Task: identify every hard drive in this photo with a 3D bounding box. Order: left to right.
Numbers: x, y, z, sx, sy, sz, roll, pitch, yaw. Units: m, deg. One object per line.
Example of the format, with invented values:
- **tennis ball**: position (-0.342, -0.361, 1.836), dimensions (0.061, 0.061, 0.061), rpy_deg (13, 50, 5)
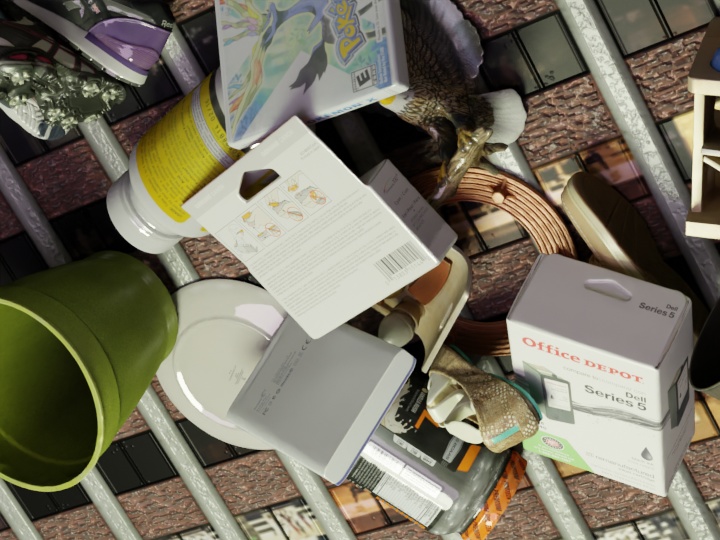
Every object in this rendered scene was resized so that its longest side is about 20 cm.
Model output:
- **hard drive**: position (-0.040, 0.110, 1.745), dimensions (0.025, 0.133, 0.199), rpy_deg (37, 172, -31)

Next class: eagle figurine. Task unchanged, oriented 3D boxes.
- **eagle figurine**: position (0.039, -0.162, 1.628), dimensions (0.151, 0.151, 0.201), rpy_deg (-36, 68, -5)

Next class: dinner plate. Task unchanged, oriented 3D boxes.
- **dinner plate**: position (-0.124, 0.101, 1.895), dimensions (0.198, 0.024, 0.202), rpy_deg (10, 123, 15)

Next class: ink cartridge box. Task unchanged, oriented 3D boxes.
- **ink cartridge box**: position (-0.038, -0.044, 1.643), dimensions (0.176, 0.045, 0.200), rpy_deg (46, 140, -11)
- **ink cartridge box**: position (0.215, 0.093, 1.668), dimensions (0.144, 0.084, 0.201), rpy_deg (17, 146, 24)

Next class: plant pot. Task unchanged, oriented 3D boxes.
- **plant pot**: position (-0.277, 0.077, 1.825), dimensions (0.199, 0.193, 0.202), rpy_deg (14, 121, 25)

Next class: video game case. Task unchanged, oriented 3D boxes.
- **video game case**: position (-0.047, -0.222, 1.587), dimensions (0.181, 0.022, 0.202), rpy_deg (-16, 73, 33)

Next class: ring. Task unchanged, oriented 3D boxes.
- **ring**: position (0.105, -0.004, 1.743), dimensions (0.198, 0.019, 0.202), rpy_deg (10, 123, 15)

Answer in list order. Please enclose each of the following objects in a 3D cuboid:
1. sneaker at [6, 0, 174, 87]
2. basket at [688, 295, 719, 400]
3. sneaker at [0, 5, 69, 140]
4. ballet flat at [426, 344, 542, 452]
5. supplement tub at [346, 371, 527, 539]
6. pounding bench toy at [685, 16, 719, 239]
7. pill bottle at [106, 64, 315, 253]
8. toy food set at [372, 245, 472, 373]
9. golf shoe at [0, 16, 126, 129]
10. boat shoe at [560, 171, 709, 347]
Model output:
- **sneaker**: position (-0.256, -0.258, 1.714), dimensions (0.199, 0.076, 0.088), rpy_deg (35, 101, 4)
- **basket**: position (0.406, 0.083, 1.604), dimensions (0.199, 0.181, 0.136), rpy_deg (37, 167, -11)
- **sneaker**: position (-0.358, -0.205, 1.776), dimensions (0.129, 0.080, 0.199), rpy_deg (18, 163, 46)
- **ballet flat**: position (0.095, 0.116, 1.712), dimensions (0.065, 0.200, 0.071), rpy_deg (-36, 108, -11)
- **supplement tub**: position (0.052, 0.169, 1.805), dimensions (0.199, 0.123, 0.123), rpy_deg (32, 126, 0)
- **pounding bench toy**: position (0.367, -0.116, 1.507), dimensions (0.198, 0.124, 0.157), rpy_deg (7, 121, 18)
- **pill bottle**: position (-0.142, -0.100, 1.725), dimensions (0.111, 0.112, 0.200), rpy_deg (46, 124, -10)
- **toy food set**: position (0.000, 0.000, 1.728), dimensions (0.199, 0.061, 0.144), rpy_deg (33, 145, 6)
- **golf shoe**: position (-0.282, -0.186, 1.707), dimensions (0.077, 0.200, 0.089), rpy_deg (-31, 71, 17)
- **boat shoe**: position (0.232, 0.003, 1.665), dimensions (0.064, 0.071, 0.200), rpy_deg (-30, 107, 32)
